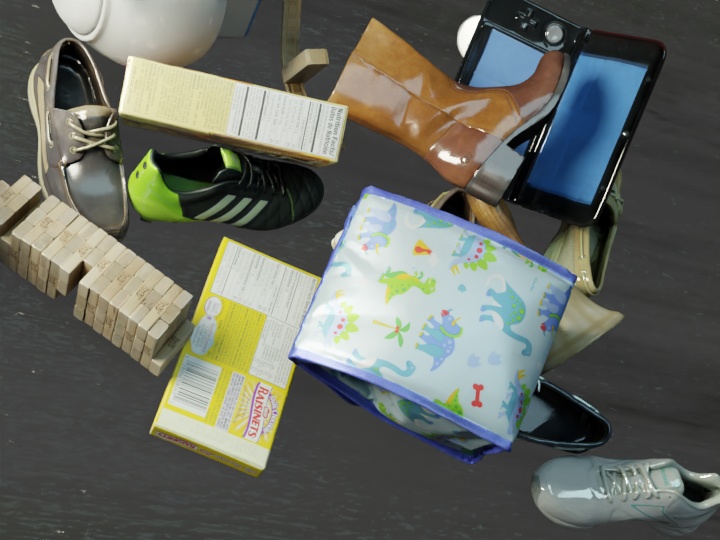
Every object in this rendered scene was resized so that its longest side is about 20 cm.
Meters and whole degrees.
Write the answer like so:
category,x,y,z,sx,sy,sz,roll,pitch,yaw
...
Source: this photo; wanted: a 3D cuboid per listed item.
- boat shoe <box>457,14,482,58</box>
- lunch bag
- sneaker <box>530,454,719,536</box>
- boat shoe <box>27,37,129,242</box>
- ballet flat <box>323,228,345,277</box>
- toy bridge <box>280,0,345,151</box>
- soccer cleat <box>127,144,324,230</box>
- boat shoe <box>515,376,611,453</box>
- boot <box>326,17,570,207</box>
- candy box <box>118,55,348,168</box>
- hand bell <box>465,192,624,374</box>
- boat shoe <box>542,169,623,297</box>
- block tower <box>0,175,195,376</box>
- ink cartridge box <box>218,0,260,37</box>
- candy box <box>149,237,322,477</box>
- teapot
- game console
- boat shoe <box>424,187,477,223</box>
category,x,y,z,sx,sy,sz,roll,pitch,yaw
boat shoe,0.180,-0.197,1.314,0.200,0.072,0.068,48,22,6
lunch bag,0.056,0.045,1.007,0.198,0.127,0.172,27,69,-8
sneaker,0.252,0.200,1.098,0.197,0.080,0.071,7,60,-20
boat shoe,-0.250,-0.118,1.046,0.074,0.073,0.202,-11,66,-30
ballet flat,0.000,0.000,1.094,0.071,0.072,0.202,24,55,-11
toy bridge,-0.056,-0.205,1.196,0.027,0.067,0.203,-6,84,-29
soccer cleat,-0.114,-0.079,1.083,0.197,0.081,0.068,-3,62,-31
boat shoe,0.139,0.123,1.089,0.198,0.062,0.076,25,80,-15
boot,0.090,-0.182,1.153,0.198,0.069,0.190,32,76,5
candy box,-0.118,-0.142,1.080,0.197,0.115,0.056,11,91,-10
hand bell,0.157,-0.009,1.147,0.104,0.104,0.201,-30,83,-36
boat shoe,0.246,-0.048,1.238,0.073,0.063,0.202,52,49,-27
block tower,-0.229,0.001,0.982,0.199,0.058,0.054,35,53,5
ink cartridge box,-0.158,-0.360,1.192,0.085,0.147,0.202,-9,65,-27
candy box,-0.105,0.071,1.032,0.101,0.026,0.202,25,53,-11
teapot,-0.219,-0.273,1.077,0.145,0.200,0.199,-13,66,-36
game console,0.185,-0.170,1.206,0.170,0.119,0.202,23,90,-10
boat shoe,0.065,0.003,1.136,0.071,0.060,0.201,30,53,-7
